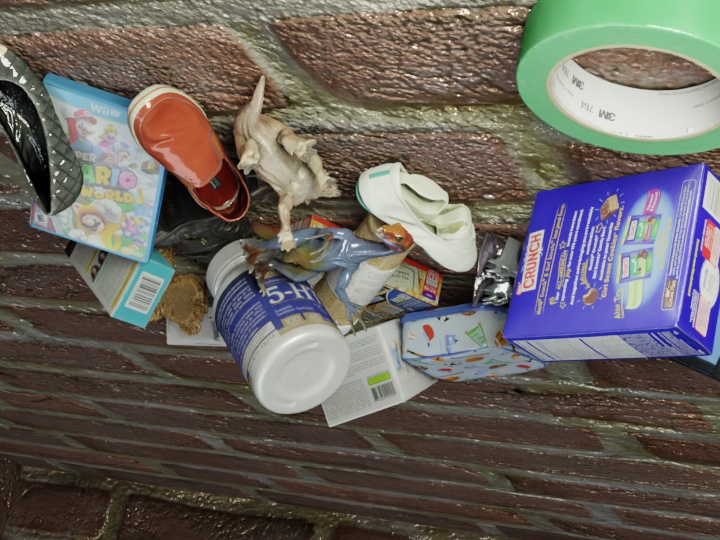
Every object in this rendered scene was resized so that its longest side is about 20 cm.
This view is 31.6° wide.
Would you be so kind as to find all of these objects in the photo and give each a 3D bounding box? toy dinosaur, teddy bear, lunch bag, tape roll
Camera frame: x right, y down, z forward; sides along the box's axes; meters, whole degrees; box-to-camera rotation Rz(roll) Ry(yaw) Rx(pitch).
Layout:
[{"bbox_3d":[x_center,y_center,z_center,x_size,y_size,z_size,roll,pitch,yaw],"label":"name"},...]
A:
[{"bbox_3d":[-0.036,-0.033,1.366,0.179,0.202,0.106,-17,136,3],"label":"toy dinosaur"},{"bbox_3d":[-0.280,0.008,1.694,0.197,0.147,0.067,7,-164,26],"label":"teddy bear"},{"bbox_3d":[0.153,0.091,1.646,0.158,0.077,0.199,-13,163,30],"label":"lunch bag"},{"bbox_3d":[0.224,-0.158,1.010,0.197,0.049,0.201,11,161,4],"label":"tape roll"},{"bbox_3d":[-0.088,-0.116,1.293,0.085,0.136,0.201,-32,128,-1],"label":"toy dinosaur"}]

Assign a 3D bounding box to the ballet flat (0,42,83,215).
[{"bbox_3d":[-0.344,-0.148,1.302,0.066,0.057,0.201,-12,122,26],"label":"ballet flat"}]

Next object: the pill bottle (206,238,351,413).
[{"bbox_3d":[-0.103,0.056,1.463,0.119,0.120,0.200,34,-166,-45],"label":"pill bottle"}]

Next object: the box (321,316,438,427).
[{"bbox_3d":[0.018,0.128,1.686,0.111,0.103,0.200,-20,177,17],"label":"box"}]

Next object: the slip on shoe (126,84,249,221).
[{"bbox_3d":[-0.170,-0.118,1.304,0.061,0.074,0.200,42,172,39],"label":"slip on shoe"}]

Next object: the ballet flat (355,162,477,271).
[{"bbox_3d":[0.079,-0.057,1.370,0.069,0.070,0.199,-7,151,44],"label":"ballet flat"}]

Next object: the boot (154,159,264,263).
[{"bbox_3d":[-0.163,-0.063,1.503,0.198,0.070,0.173,-20,161,28],"label":"boot"}]

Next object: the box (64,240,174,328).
[{"bbox_3d":[-0.297,-0.012,1.556,0.049,0.083,0.200,24,-169,-36],"label":"box"}]

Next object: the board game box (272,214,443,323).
[{"bbox_3d":[-0.019,0.003,1.606,0.198,0.047,0.151,24,158,-27],"label":"board game box"}]

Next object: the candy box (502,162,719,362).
[{"bbox_3d":[0.250,-0.002,1.235,0.198,0.171,0.077,-6,150,44],"label":"candy box"}]

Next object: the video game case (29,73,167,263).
[{"bbox_3d":[-0.281,-0.105,1.371,0.141,0.018,0.202,18,130,-1],"label":"video game case"}]

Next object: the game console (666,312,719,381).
[{"bbox_3d":[0.383,0.028,1.323,0.198,0.173,0.118,22,-175,-24],"label":"game console"}]

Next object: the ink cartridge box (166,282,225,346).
[{"bbox_3d":[-0.150,0.059,1.736,0.198,0.086,0.145,-4,173,44],"label":"ink cartridge box"}]

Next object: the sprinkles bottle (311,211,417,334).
[{"bbox_3d":[0.000,0.000,1.468,0.067,0.069,0.200,19,141,-16],"label":"sprinkles bottle"}]

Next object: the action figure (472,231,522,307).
[{"bbox_3d":[0.229,0.014,1.448,0.197,0.070,0.131,8,155,5],"label":"action figure"}]
